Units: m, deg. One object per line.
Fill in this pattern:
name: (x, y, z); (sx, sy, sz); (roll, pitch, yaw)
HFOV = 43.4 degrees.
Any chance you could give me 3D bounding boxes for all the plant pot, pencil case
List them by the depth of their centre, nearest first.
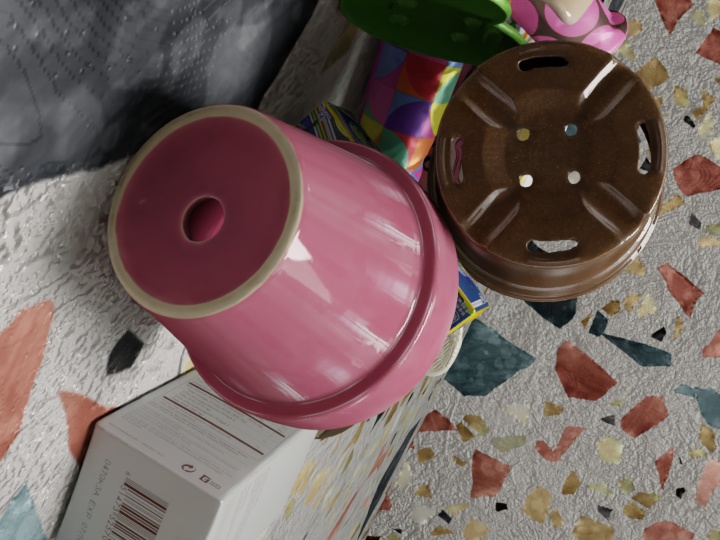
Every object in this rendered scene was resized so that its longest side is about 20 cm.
plant pot: (-0.054, -0.010, 0.578); (0.200, 0.200, 0.179); (-61, 152, -5)
plant pot: (0.139, -0.076, 0.677); (0.200, 0.200, 0.198); (-63, 171, 3)
pencil case: (0.154, -0.272, 0.814); (0.091, 0.200, 0.094); (-18, -148, 49)
pencil case: (0.045, -0.174, 0.831); (0.088, 0.088, 0.200); (-33, 147, -65)

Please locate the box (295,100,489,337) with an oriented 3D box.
box: (0.013, -0.031, 0.711); (0.070, 0.200, 0.064); (-38, 172, 16)

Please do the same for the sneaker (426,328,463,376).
sneaker: (0.098, 0.019, 1.087); (0.111, 0.077, 0.200); (-33, 122, -65)

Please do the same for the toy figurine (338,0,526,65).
toy figurine: (0.080, -0.270, 0.670); (0.200, 0.150, 0.184); (-151, -104, -87)

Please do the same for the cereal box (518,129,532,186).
cereal box: (0.176, -0.138, 0.923); (0.200, 0.039, 0.144); (-35, 145, -61)

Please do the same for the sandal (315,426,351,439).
sandal: (-0.014, 0.082, 0.947); (0.200, 0.082, 0.055); (-70, -160, -2)

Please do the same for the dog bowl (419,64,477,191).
dog bowl: (0.127, -0.147, 0.957); (0.200, 0.074, 0.200); (-56, 160, -32)

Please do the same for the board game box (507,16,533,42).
board game box: (0.187, -0.250, 1.062); (0.126, 0.035, 0.200); (-35, 154, -39)

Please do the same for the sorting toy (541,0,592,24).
sorting toy: (0.102, -0.277, 0.592); (0.185, 0.200, 0.036); (-53, -177, -20)

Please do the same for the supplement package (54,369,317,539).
supplement package: (-0.132, 0.168, 0.749); (0.117, 0.117, 0.200); (-67, 166, 16)
